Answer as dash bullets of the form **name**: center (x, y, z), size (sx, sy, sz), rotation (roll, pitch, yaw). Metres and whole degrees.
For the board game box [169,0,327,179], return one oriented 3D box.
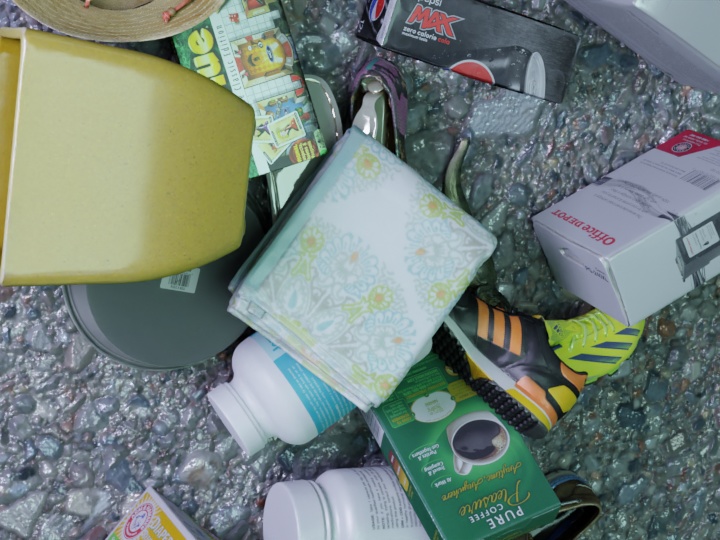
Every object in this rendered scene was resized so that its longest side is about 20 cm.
- **board game box**: center (-0.106, -0.181, 1.530), size (0.104, 0.023, 0.201), rotation (-19, 97, -11)

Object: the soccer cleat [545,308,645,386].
- **soccer cleat**: center (0.205, 0.073, 1.728), size (0.200, 0.065, 0.084), rotation (-31, 130, -24)

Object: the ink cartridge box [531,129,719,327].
- **ink cartridge box**: center (0.288, -0.044, 1.703), size (0.199, 0.145, 0.084), rotation (-30, 117, -14)

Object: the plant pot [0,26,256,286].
- **plant pot**: center (-0.195, -0.089, 1.428), size (0.199, 0.195, 0.196), rotation (5, 96, -17)

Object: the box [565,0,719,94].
- **box**: center (0.325, -0.290, 1.633), size (0.199, 0.171, 0.200), rotation (29, 92, -28)

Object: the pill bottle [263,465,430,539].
- **pill bottle**: center (0.015, 0.245, 1.684), size (0.199, 0.113, 0.114), rotation (0, 105, -24)

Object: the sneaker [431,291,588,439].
- **sneaker**: center (0.126, 0.060, 1.649), size (0.090, 0.070, 0.200), rotation (-41, 84, -21)

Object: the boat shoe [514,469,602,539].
- **boat shoe**: center (0.157, 0.279, 1.778), size (0.200, 0.072, 0.072), rotation (-40, 116, -9)

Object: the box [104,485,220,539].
- **box**: center (-0.159, 0.294, 1.573), size (0.101, 0.200, 0.113), rotation (42, 84, -28)

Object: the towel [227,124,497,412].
- **towel**: center (0.000, 0.000, 1.547), size (0.171, 0.048, 0.200), rotation (38, 81, -13)

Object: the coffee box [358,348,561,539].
- **coffee box**: center (0.088, 0.169, 1.656), size (0.122, 0.201, 0.044), rotation (-21, 152, -20)

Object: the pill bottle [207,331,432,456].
- **pill bottle**: center (-0.041, 0.084, 1.615), size (0.200, 0.111, 0.111), rotation (-35, 116, -11)

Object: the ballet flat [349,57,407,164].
- **ballet flat**: center (0.012, -0.092, 1.607), size (0.071, 0.069, 0.201), rotation (-32, 123, -62)

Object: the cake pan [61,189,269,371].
- **cake pan**: center (-0.167, -0.001, 1.577), size (0.199, 0.037, 0.202), rotation (-7, 108, -22)

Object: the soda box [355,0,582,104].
- **soda box**: center (0.101, -0.214, 1.619), size (0.199, 0.063, 0.071), rotation (14, 99, -26)

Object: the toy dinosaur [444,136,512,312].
- **toy dinosaur**: center (0.089, -0.019, 1.683), size (0.088, 0.047, 0.201), rotation (-23, 108, -20)

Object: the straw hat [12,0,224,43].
- **straw hat**: center (-0.208, -0.236, 1.461), size (0.200, 0.202, 0.085), rotation (-14, 153, -19)

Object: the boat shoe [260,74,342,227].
- **boat shoe**: center (-0.051, -0.074, 1.590), size (0.074, 0.062, 0.201), rotation (-5, 93, -8)
